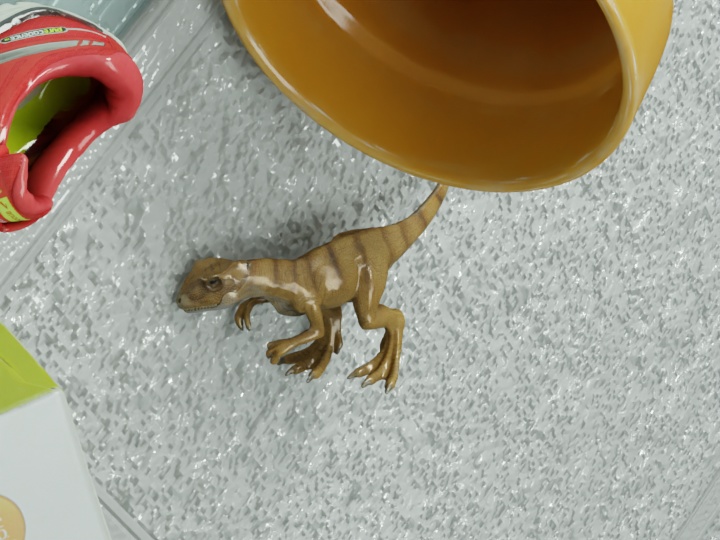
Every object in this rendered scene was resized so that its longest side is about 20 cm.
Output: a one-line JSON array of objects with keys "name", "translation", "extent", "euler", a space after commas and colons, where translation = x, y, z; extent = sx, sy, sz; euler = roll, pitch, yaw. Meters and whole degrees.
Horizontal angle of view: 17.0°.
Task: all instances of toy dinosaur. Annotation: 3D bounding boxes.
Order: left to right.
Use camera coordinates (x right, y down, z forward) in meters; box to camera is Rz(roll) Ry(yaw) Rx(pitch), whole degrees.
[{"name": "toy dinosaur", "translation": [0.000, 0.000, 1.184], "extent": [0.200, 0.060, 0.107], "euler": [-26, 127, -41]}]

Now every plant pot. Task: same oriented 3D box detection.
[{"name": "plant pot", "translation": [0.062, -0.169, 1.074], "extent": [0.184, 0.199, 0.201], "euler": [-60, 146, -33]}]

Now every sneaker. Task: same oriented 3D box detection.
[{"name": "sneaker", "translation": [-0.166, -0.036, 0.939], "extent": [0.200, 0.085, 0.077], "euler": [-46, 138, -25]}]

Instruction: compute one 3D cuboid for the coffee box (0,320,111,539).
[{"name": "coffee box", "translation": [-0.200, 0.120, 0.829], "extent": [0.199, 0.200, 0.199], "euler": [-23, 120, -18]}]
